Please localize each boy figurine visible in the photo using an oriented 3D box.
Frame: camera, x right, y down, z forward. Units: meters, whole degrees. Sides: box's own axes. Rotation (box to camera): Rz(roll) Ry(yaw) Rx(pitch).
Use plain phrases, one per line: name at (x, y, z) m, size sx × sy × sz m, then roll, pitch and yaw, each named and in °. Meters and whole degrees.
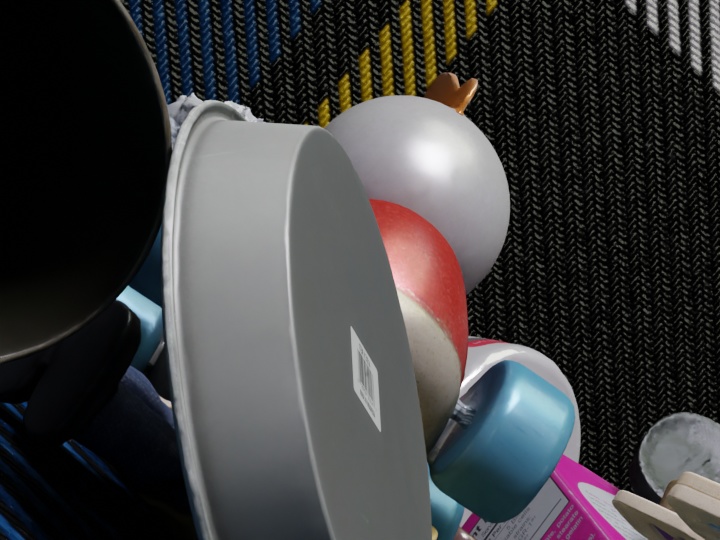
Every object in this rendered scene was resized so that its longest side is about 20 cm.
boy figurine at (-0.044, 0.082, 0.838) m, size 0.200 × 0.065 × 0.124 m, roll 38°, pitch -2°, yaw -33°

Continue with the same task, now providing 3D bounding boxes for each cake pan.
cake pan at (-0.015, 0.042, 0.724) m, size 0.200 × 0.036 × 0.202 m, roll -11°, pitch 90°, yaw -78°

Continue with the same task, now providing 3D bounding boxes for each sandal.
sandal at (0.214, 0.134, 1.043) m, size 0.200 × 0.075 × 0.048 m, roll 35°, pitch -37°, yaw 9°

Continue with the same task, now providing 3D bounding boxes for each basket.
basket at (-0.177, -0.074, 0.711) m, size 0.180 × 0.136 × 0.200 m, roll 34°, pitch -1°, yaw -39°

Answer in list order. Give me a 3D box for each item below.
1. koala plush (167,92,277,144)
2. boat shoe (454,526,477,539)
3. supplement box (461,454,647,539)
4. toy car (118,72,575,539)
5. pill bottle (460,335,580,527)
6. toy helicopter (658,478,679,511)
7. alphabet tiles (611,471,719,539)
koala plush at (-0.152, -0.065, 1.155) m, size 0.200 × 0.177 × 0.184 m, roll 41°, pitch 11°, yaw -27°
boat shoe at (0.001, 0.119, 1.087) m, size 0.070 × 0.071 × 0.200 m, roll 37°, pitch 0°, yaw -32°
supplement box at (0.116, 0.175, 1.010) m, size 0.101 × 0.104 × 0.200 m, roll 32°, pitch 11°, yaw -25°
toy car at (0.000, 0.000, 0.966) m, size 0.184 × 0.201 × 0.177 m, roll 33°, pitch -40°, yaw -8°
pill bottle at (0.013, 0.082, 1.208) m, size 0.199 × 0.111 × 0.111 m, roll 10°, pitch -24°, yaw 49°
toy helicopter at (0.220, 0.142, 0.969) m, size 0.199 × 0.079 × 0.132 m, roll 23°, pitch -19°, yaw 21°
alphabet tiles at (0.191, 0.140, 0.851) m, size 0.195 × 0.015 × 0.200 m, roll 23°, pitch -18°, yaw 44°
